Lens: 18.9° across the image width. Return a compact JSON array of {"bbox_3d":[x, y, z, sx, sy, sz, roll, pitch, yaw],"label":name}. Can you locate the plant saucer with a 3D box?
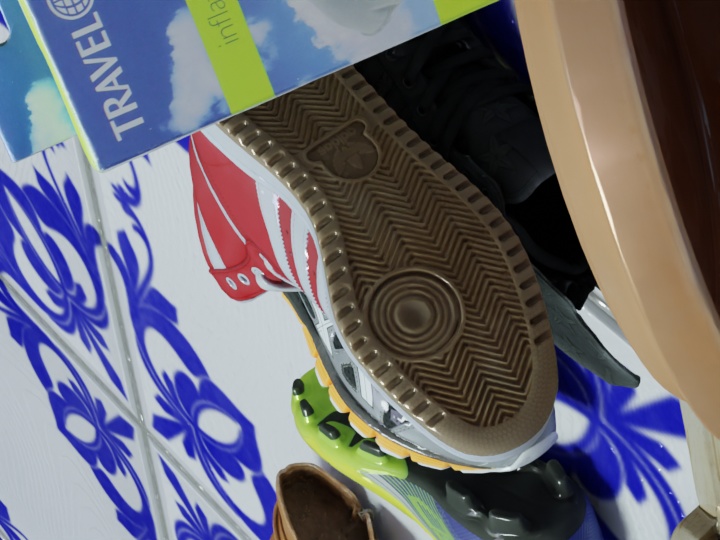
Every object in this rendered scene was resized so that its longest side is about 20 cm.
[{"bbox_3d":[0.079,-0.051,0.567,0.032,0.200,0.200,-13,115,21],"label":"plant saucer"}]

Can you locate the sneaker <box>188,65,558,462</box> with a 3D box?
[{"bbox_3d":[0.000,0.000,0.777,0.200,0.071,0.112,54,163,23],"label":"sneaker"}]

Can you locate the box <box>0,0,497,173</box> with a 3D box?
[{"bbox_3d":[-0.037,-0.117,0.671,0.048,0.200,0.122,-127,14,-66],"label":"box"}]

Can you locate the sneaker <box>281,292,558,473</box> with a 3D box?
[{"bbox_3d":[0.009,0.003,0.901,0.200,0.078,0.077,47,146,22],"label":"sneaker"}]

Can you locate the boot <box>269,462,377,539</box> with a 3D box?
[{"bbox_3d":[0.010,0.208,1.168,0.200,0.074,0.155,40,148,30],"label":"boot"}]

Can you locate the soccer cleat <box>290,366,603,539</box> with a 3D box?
[{"bbox_3d":[0.034,0.099,0.984,0.200,0.065,0.084,29,147,48],"label":"soccer cleat"}]

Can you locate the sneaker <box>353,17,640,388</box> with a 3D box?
[{"bbox_3d":[0.045,-0.052,0.780,0.104,0.060,0.200,23,144,56],"label":"sneaker"}]

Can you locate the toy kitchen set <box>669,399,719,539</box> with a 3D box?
[{"bbox_3d":[0.128,0.126,0.674,0.163,0.180,0.200,35,153,41],"label":"toy kitchen set"}]
